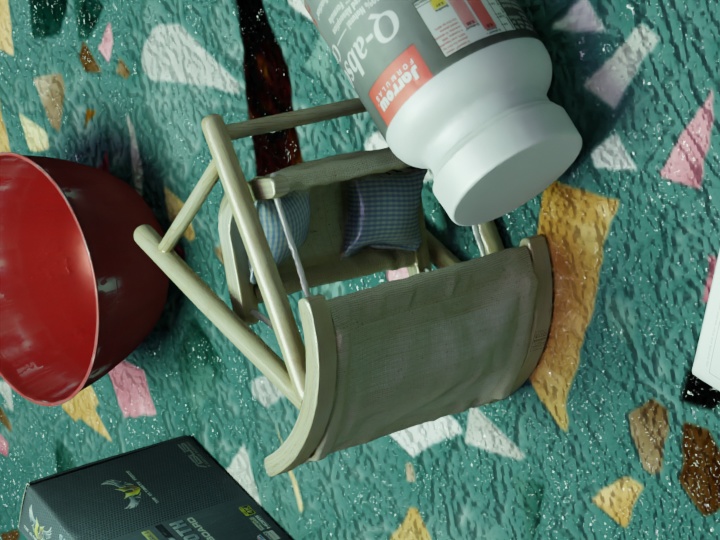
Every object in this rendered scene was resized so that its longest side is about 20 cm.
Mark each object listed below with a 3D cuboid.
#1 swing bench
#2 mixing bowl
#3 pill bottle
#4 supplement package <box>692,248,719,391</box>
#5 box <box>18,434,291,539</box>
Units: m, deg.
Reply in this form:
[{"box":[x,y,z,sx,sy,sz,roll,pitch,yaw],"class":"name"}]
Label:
[{"box":[0.000,0.000,1.465,0.201,0.198,0.130,57,138,20],"class":"swing bench"},{"box":[-0.219,-0.003,1.803,0.200,0.108,0.201,19,115,47],"class":"mixing bowl"},{"box":[0.048,-0.137,1.429,0.201,0.115,0.116,59,139,19],"class":"pill bottle"},{"box":[0.299,0.017,1.145,0.200,0.151,0.151,34,126,39],"class":"supplement package"},{"box":[-0.140,0.216,1.739,0.200,0.157,0.051,41,131,36],"class":"box"}]
